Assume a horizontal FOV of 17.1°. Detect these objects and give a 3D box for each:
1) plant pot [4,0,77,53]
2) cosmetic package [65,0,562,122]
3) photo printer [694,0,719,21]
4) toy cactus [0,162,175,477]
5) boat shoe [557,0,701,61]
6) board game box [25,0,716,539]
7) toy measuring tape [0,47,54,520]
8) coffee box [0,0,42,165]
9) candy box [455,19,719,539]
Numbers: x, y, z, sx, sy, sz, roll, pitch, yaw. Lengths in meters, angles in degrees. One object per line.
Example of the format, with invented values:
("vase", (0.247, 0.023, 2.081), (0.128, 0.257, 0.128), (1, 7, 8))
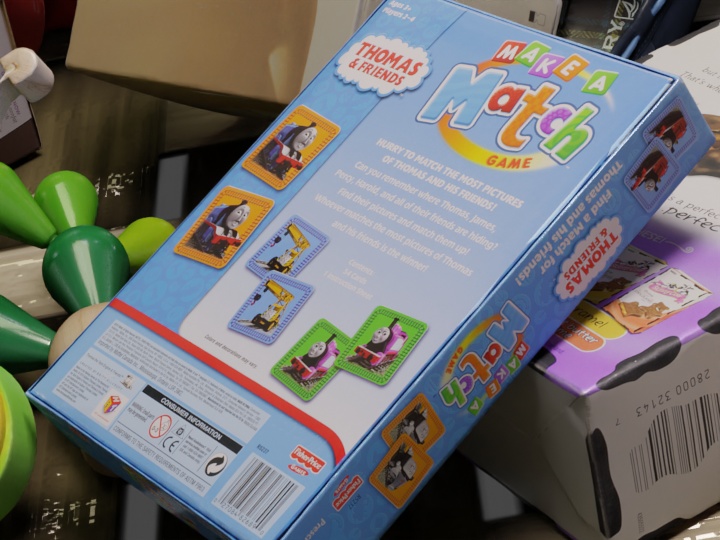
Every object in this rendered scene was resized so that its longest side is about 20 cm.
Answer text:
("plant pot", (-0.164, -0.209, 1.175), (0.182, 0.201, 0.200), (-36, 37, -24))
("cosmetic package", (-0.024, -0.097, 0.984), (0.105, 0.072, 0.200), (13, 1, -38))
("photo printer", (0.152, -0.175, 1.117), (0.199, 0.070, 0.167), (-7, 31, 10))
("toy cactus", (-0.097, 0.005, 0.904), (0.199, 0.103, 0.165), (-8, 39, -10))
("boat shoe", (0.116, -0.138, 0.993), (0.084, 0.069, 0.201), (0, 62, 14))
("board game box", (0.000, 0.000, 0.788), (0.200, 0.037, 0.151), (-49, 39, -12))
("toy measuring tape", (-0.132, 0.025, 0.829), (0.073, 0.073, 0.201), (17, 80, 40))
("coffee box", (-0.258, -0.059, 1.066), (0.199, 0.080, 0.114), (-31, 35, -28))
("candy box", (0.113, -0.003, 0.842), (0.199, 0.072, 0.168), (-26, 32, -21))
